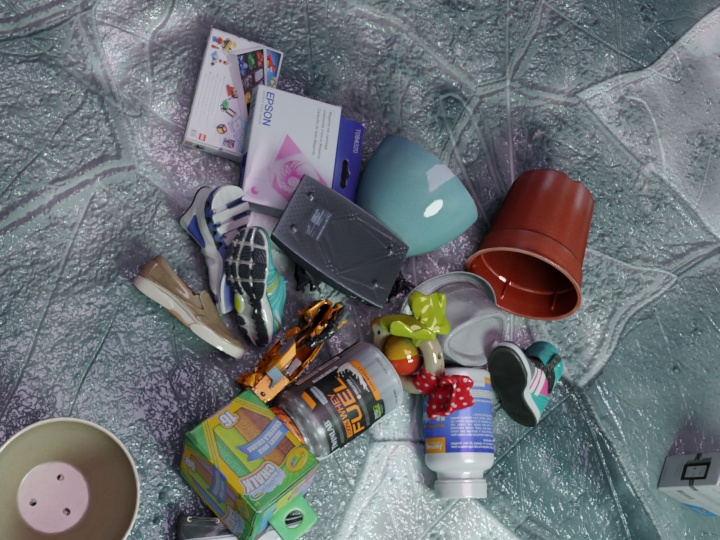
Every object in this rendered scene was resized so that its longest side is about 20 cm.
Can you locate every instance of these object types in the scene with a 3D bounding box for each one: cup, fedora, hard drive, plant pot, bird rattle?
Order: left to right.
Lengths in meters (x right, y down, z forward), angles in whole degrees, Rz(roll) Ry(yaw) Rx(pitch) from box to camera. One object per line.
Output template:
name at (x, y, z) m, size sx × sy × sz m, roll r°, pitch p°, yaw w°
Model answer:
cup at (-0.407, 0.305, 1.347) m, size 0.199 × 0.143 × 0.202 m, roll 5°, pitch 75°, yaw -21°
hard drive at (-0.033, -0.039, 1.497) m, size 0.199 × 0.042 × 0.135 m, roll 34°, pitch 57°, yaw -14°
plant pot at (0.069, -0.099, 1.613) m, size 0.200 × 0.200 × 0.135 m, roll 44°, pitch 77°, yaw -7°
bird rattle at (0.091, 0.132, 1.540) m, size 0.113 × 0.163 × 0.201 m, roll -37°, pitch 114°, yaw -37°
fedora at (0.160, 0.096, 1.609) m, size 0.199 × 0.090 × 0.178 m, roll 4°, pitch 109°, yaw -38°
plant pot at (0.300, -0.053, 1.698) m, size 0.200 × 0.201 × 0.196 m, roll 31°, pitch 60°, yaw -12°

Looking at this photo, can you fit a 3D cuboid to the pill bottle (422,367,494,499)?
pill bottle at (0.156, 0.261, 1.599) m, size 0.111 × 0.112 × 0.201 m, roll 4°, pitch 76°, yaw -21°

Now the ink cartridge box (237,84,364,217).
ink cartridge box at (-0.087, -0.176, 1.590) m, size 0.199 × 0.043 × 0.198 m, roll 11°, pitch 73°, yaw -19°

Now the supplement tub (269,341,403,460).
supplement tub at (-0.044, 0.206, 1.527) m, size 0.200 × 0.122 × 0.123 m, roll -32°, pitch 91°, yaw -25°

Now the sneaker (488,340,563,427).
sneaker at (0.279, 0.155, 1.657) m, size 0.121 × 0.083 × 0.201 m, roll -56°, pitch 143°, yaw -30°

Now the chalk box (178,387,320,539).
chalk box at (-0.145, 0.294, 1.421) m, size 0.200 × 0.124 × 0.124 m, roll 42°, pitch 53°, yaw 17°

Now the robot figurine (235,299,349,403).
robot figurine at (-0.098, 0.116, 1.519) m, size 0.058 × 0.145 × 0.200 m, roll 45°, pitch 75°, yaw -8°

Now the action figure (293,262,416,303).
action figure at (0.000, 0.000, 1.600) m, size 0.199 × 0.119 × 0.103 m, roll 6°, pitch 80°, yaw -15°

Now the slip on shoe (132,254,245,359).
slip on shoe at (-0.247, 0.056, 1.508) m, size 0.200 × 0.076 × 0.061 m, roll 38°, pitch 83°, yaw -2°

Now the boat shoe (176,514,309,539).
boat shoe at (-0.172, 0.373, 1.468) m, size 0.199 × 0.069 × 0.057 m, roll -3°, pitch 78°, yaw -20°

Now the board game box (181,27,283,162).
board game box at (-0.206, -0.280, 1.625) m, size 0.126 × 0.035 × 0.201 m, roll 16°, pitch 72°, yaw -17°

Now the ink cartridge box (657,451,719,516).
ink cartridge box at (0.620, 0.365, 1.711) m, size 0.116 × 0.200 × 0.068 m, roll 30°, pitch 68°, yaw -13°

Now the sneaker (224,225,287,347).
sneaker at (-0.152, 0.018, 1.511) m, size 0.077 × 0.201 × 0.080 m, roll 17°, pitch 36°, yaw 26°

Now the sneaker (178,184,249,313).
sneaker at (-0.217, -0.045, 1.543) m, size 0.080 × 0.115 × 0.201 m, roll -20°, pitch 116°, yaw -34°

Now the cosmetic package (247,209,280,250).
cosmetic package at (-0.126, -0.139, 1.615) m, size 0.082 × 0.051 × 0.201 m, roll 22°, pitch 70°, yaw -18°
